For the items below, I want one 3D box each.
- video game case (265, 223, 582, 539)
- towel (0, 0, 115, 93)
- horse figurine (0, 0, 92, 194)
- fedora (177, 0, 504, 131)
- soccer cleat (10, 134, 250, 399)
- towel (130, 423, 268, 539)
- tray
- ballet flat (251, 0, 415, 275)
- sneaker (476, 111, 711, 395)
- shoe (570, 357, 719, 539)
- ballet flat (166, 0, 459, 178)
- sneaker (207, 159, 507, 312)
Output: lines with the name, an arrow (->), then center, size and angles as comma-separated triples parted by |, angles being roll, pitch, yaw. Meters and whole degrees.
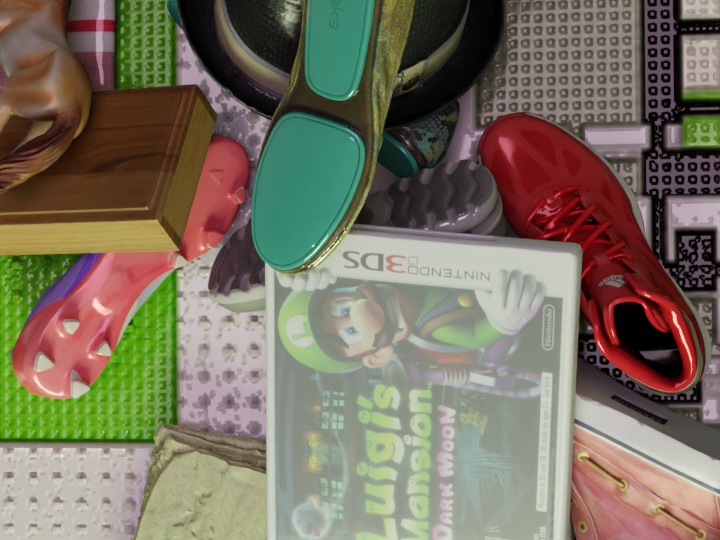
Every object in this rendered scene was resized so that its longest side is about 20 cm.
video game case -> 0.033, 0.075, 0.999 | 0.181, 0.023, 0.201 | 5, 107, 16
towel -> -0.227, -0.201, 1.113 | 0.143, 0.023, 0.201 | 0, 92, 9
horse figurine -> -0.212, -0.118, 1.050 | 0.132, 0.050, 0.200 | -26, 52, 4
fedora -> -0.005, -0.176, 1.008 | 0.200, 0.092, 0.201 | 5, 61, -9
soccer cleat -> -0.147, -0.007, 1.085 | 0.067, 0.076, 0.200 | 41, 80, -30
towel -> -0.081, 0.204, 1.080 | 0.148, 0.036, 0.201 | 15, 90, 8
tray -> -0.194, -0.060, 1.059 | 0.199, 0.037, 0.099 | -1, 58, 21
ballet flat -> -0.009, -0.092, 0.948 | 0.070, 0.071, 0.201 | 17, 114, 9
sneaker -> 0.139, -0.014, 1.010 | 0.078, 0.116, 0.200 | -41, 85, 5
shoe -> 0.130, 0.110, 1.031 | 0.200, 0.071, 0.091 | 27, 108, 19
ballet flat -> -0.025, -0.132, 1.072 | 0.200, 0.074, 0.074 | 36, 94, 6
sneaker -> 0.000, 0.000, 1.053 | 0.199, 0.082, 0.075 | -11, 44, 25
